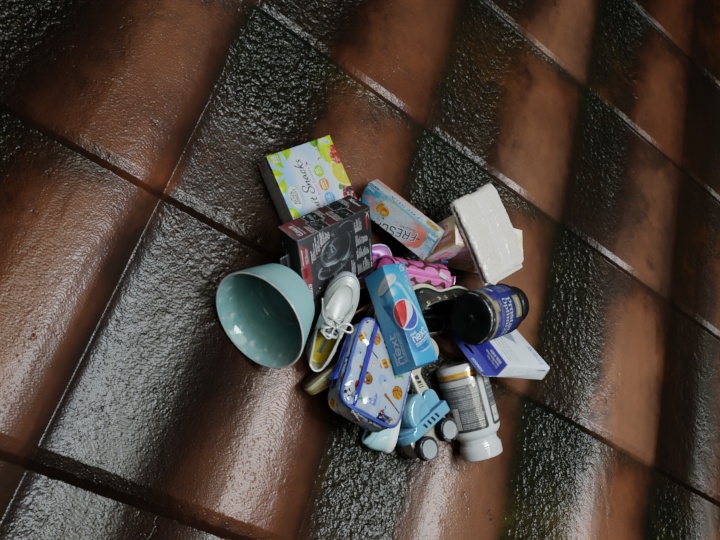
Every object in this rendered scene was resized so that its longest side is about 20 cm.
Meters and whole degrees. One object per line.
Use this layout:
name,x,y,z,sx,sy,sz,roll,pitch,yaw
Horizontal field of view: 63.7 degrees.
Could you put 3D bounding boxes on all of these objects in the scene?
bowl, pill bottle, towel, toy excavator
bowl,-0.163,0.069,1.089,0.203,0.199,0.105,54,41,-6
pill bottle,0.288,0.089,1.265,0.197,0.110,0.115,-9,81,-48
pill bottle,0.244,0.306,1.286,0.114,0.116,0.206,-9,82,-30
towel,0.281,-0.079,1.272,0.130,0.034,0.205,-25,91,-31
toy excavator,0.128,0.271,1.237,0.192,0.099,0.204,-32,95,-31

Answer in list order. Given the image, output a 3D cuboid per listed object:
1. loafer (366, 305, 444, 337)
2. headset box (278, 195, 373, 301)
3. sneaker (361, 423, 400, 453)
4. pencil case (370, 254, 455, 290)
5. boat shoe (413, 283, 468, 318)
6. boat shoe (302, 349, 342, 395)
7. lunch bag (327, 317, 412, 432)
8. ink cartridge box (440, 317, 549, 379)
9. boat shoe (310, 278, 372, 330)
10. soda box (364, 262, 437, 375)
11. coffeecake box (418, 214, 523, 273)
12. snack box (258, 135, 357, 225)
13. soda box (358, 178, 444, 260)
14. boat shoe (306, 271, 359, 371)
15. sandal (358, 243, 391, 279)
loafer,0.104,0.108,1.282,0.195,0.071,0.076,7,74,-28
headset box,-0.072,-0.038,1.155,0.197,0.077,0.152,-27,130,-28
sneaker,0.045,0.269,1.209,0.080,0.073,0.206,18,68,-26
pencil case,0.117,0.013,1.276,0.196,0.092,0.094,5,94,-42
boat shoe,0.183,0.075,1.280,0.198,0.074,0.064,6,45,-42
boat shoe,-0.030,0.205,1.188,0.198,0.071,0.078,-32,105,-32
lunch bag,0.020,0.205,1.134,0.158,0.075,0.204,33,54,-22
ink cartridge box,0.303,0.163,1.320,0.195,0.041,0.201,9,31,-33
boat shoe,-0.052,0.070,1.186,0.196,0.070,0.072,-26,110,-18
soda box,0.078,0.093,1.138,0.063,0.067,0.205,-8,73,-39
coffeecake box,0.257,-0.057,1.362,0.195,0.153,0.075,10,72,-26
snack box,-0.102,-0.162,1.237,0.166,0.067,0.205,-24,89,-30
soda box,0.088,-0.114,1.286,0.198,0.064,0.068,38,27,7
boat shoe,-0.055,0.106,1.113,0.073,0.086,0.206,23,107,-13
sandal,0.004,0.007,1.264,0.201,0.050,0.084,-34,95,-30
